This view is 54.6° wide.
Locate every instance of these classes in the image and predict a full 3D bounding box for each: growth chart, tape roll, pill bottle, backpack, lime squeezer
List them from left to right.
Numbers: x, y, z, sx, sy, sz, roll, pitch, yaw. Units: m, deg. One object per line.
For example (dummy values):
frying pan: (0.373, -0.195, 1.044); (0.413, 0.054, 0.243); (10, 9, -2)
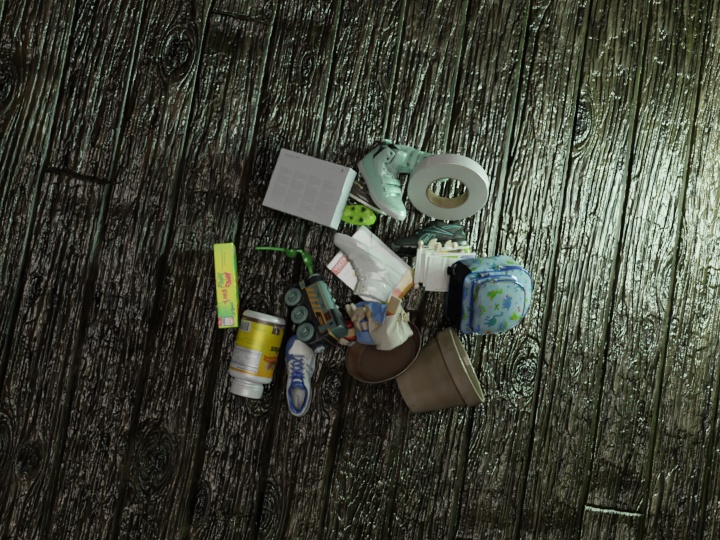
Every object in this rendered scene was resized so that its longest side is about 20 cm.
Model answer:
pill bottle: (-0.256, 0.204, 1.696); (0.109, 0.109, 0.201); (14, 86, -4)
lime squeezer: (-0.167, -0.027, 1.762); (0.199, 0.038, 0.071); (35, 115, -3)
tape roll: (0.217, -0.204, 1.727); (0.201, 0.203, 0.037); (13, 53, -4)
growth chart: (0.226, -0.005, 1.758); (0.199, 0.018, 0.146); (8, 107, -16)
backpack: (0.328, 0.064, 1.723); (0.199, 0.147, 0.184); (-10, 117, -20)

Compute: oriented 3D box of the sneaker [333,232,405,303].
sneaker: (0.000, 0.000, 1.711); (0.199, 0.074, 0.116); (32, 82, -3)

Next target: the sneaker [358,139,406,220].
sneaker: (0.076, -0.227, 1.702); (0.118, 0.074, 0.201); (-44, 62, 32)

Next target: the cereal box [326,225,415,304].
cereal box: (0.032, 0.003, 1.770); (0.200, 0.040, 0.144); (41, 85, -2)

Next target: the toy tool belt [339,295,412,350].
toy tool belt: (0.026, 0.112, 1.692); (0.125, 0.199, 0.124); (-31, 116, -47)

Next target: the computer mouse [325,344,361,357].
computer mouse: (-0.067, 0.188, 1.753); (0.200, 0.034, 0.059); (36, 83, -3)

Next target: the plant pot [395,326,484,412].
plant pot: (0.185, 0.263, 1.708); (0.173, 0.200, 0.201); (-26, 89, 9)

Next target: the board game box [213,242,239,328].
board game box: (-0.325, 0.038, 1.704); (0.047, 0.102, 0.201); (-4, 87, -7)

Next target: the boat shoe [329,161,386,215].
boat shoe: (-0.012, -0.207, 1.762); (0.200, 0.072, 0.061); (29, 89, -1)

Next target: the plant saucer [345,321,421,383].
plant saucer: (0.060, 0.202, 1.710); (0.200, 0.200, 0.037); (-34, 130, -6)

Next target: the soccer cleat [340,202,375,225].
soccer cleat: (-0.057, -0.150, 1.761); (0.199, 0.081, 0.068); (17, 88, 17)

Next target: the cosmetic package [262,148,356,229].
cosmetic package: (-0.127, -0.202, 1.720); (0.199, 0.052, 0.152); (19, 91, 21)

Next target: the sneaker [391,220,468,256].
sneaker: (0.173, -0.082, 1.782); (0.199, 0.075, 0.080); (-4, 74, -12)

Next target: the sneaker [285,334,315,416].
sneaker: (-0.147, 0.259, 1.715); (0.075, 0.088, 0.201); (-4, 86, -4)

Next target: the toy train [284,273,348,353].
toy train: (-0.107, 0.101, 1.693); (0.114, 0.085, 0.201); (-28, 57, 8)

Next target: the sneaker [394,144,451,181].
sneaker: (0.144, -0.282, 1.757); (0.199, 0.118, 0.074); (14, 85, -4)
